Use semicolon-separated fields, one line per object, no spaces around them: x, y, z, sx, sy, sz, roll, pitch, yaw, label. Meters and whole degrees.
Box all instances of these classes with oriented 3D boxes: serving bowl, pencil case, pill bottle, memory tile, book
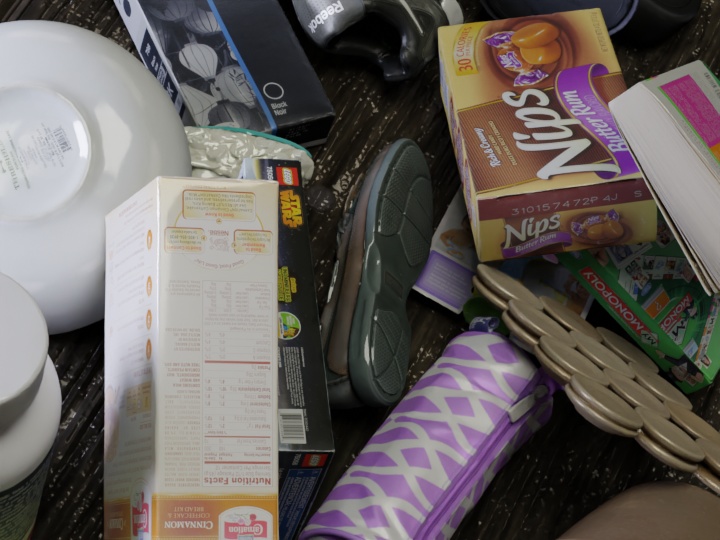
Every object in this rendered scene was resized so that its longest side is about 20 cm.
-0.203;-0.064;1.419;0.199;0.066;0.202;0;77;-2;serving bowl
0.045;0.123;1.398;0.085;0.084;0.200;7;44;39;pencil case
-0.226;0.087;1.272;0.119;0.200;0.120;8;55;-11;pill bottle
0.154;0.068;1.419;0.153;0.017;0.200;27;13;-29;memory tile
0.223;-0.067;1.475;0.134;0.048;0.200;58;20;3;book

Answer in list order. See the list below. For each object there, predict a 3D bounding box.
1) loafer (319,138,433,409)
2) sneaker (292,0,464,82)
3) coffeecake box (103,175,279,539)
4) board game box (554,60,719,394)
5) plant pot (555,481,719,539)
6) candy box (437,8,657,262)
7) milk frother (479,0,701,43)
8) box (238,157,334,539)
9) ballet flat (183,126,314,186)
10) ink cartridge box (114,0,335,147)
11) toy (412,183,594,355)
0.000;0.000;1.483;0.063;0.072;0.201;-12;48;27;loafer
-0.022;-0.200;1.585;0.200;0.066;0.091;36;45;-10;sneaker
-0.098;0.059;1.314;0.073;0.153;0.201;2;83;-17;coffeecake box
0.225;-0.031;1.563;0.135;0.029;0.200;46;52;-8;board game box
0.160;0.209;1.326;0.200;0.201;0.175;33;37;7;plant pot
0.119;-0.091;1.523;0.116;0.057;0.201;-7;37;-1;candy box
0.194;-0.281;1.648;0.179;0.200;0.189;18;54;-8;milk frother
-0.056;0.054;1.385;0.040;0.137;0.201;2;57;-15;box
-0.131;-0.058;1.486;0.199;0.072;0.072;9;54;0;ballet flat
-0.102;-0.163;1.580;0.099;0.039;0.201;-16;62;-25;ink cartridge box
0.122;-0.040;1.555;0.115;0.047;0.201;28;54;1;toy
